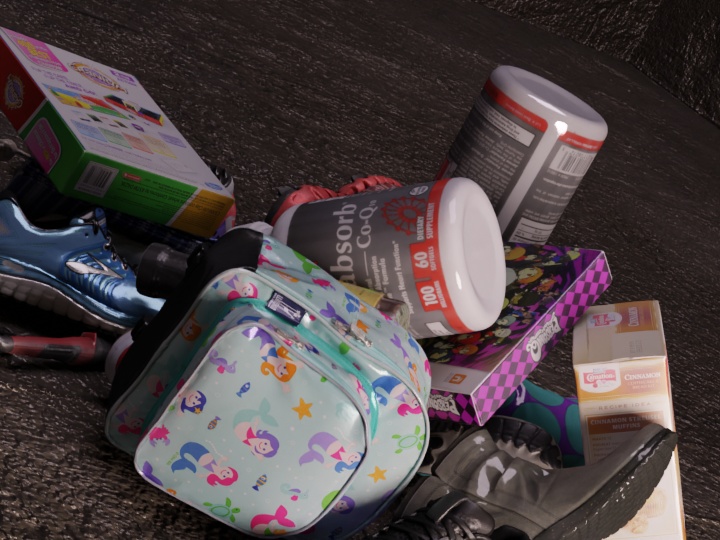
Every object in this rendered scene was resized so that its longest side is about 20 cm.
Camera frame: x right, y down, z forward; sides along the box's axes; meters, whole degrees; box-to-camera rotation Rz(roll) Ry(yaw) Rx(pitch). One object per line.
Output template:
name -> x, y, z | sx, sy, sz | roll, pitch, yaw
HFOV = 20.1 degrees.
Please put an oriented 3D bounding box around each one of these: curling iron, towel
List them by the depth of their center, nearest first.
curling iron -> -0.212, 0.052, 1.497 | 0.200, 0.026, 0.050 | 8, 27, -49
towel -> -0.197, -0.035, 1.670 | 0.200, 0.024, 0.145 | 24, -16, -13

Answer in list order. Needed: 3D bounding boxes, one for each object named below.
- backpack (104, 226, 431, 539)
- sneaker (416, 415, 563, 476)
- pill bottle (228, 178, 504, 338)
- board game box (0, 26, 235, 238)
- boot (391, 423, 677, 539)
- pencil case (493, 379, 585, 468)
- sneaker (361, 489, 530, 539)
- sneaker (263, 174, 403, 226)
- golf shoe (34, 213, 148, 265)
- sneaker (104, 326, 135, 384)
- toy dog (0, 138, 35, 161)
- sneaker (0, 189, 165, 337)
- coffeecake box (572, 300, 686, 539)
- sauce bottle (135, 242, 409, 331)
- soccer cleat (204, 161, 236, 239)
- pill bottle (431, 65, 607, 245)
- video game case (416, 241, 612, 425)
backpack -> -0.052, 0.092, 1.374 | 0.200, 0.178, 0.151 | 32, 22, -18
sneaker -> 0.064, 0.143, 1.616 | 0.200, 0.078, 0.080 | 22, -21, 10
pill bottle -> 0.000, 0.000, 1.549 | 0.200, 0.116, 0.116 | -9, 3, 22
board game box -> -0.208, -0.112, 1.618 | 0.153, 0.040, 0.200 | 18, 23, -42
boot -> 0.125, 0.152, 1.480 | 0.131, 0.200, 0.068 | 41, -19, 28
pencil case -> 0.119, 0.115, 1.705 | 0.200, 0.092, 0.085 | 28, -27, -22
sneaker -> 0.036, 0.188, 1.350 | 0.200, 0.100, 0.070 | 14, 19, -41
sneaker -> 0.001, -0.031, 1.715 | 0.098, 0.071, 0.200 | 34, 22, 22
golf shoe -> -0.178, 0.004, 1.621 | 0.200, 0.075, 0.092 | 26, 13, -10
sneaker -> -0.085, 0.099, 1.483 | 0.200, 0.071, 0.112 | 17, 16, -40
toy dog -> -0.247, -0.088, 1.756 | 0.096, 0.132, 0.200 | 66, 24, -4
sneaker -> -0.199, -0.003, 1.532 | 0.200, 0.090, 0.078 | 20, -1, -16
coffeecake box -> 0.212, 0.141, 1.592 | 0.073, 0.200, 0.154 | -6, 15, 8
sauce bottle -> -0.065, 0.025, 1.472 | 0.200, 0.065, 0.065 | 18, 14, 12
soccer cleat -> -0.194, -0.075, 1.871 | 0.200, 0.073, 0.068 | 20, 40, 36
pill bottle -> 0.123, -0.070, 1.790 | 0.116, 0.200, 0.116 | 27, 17, -9
video game case -> 0.073, 0.042, 1.606 | 0.181, 0.036, 0.200 | 7, 38, 40
